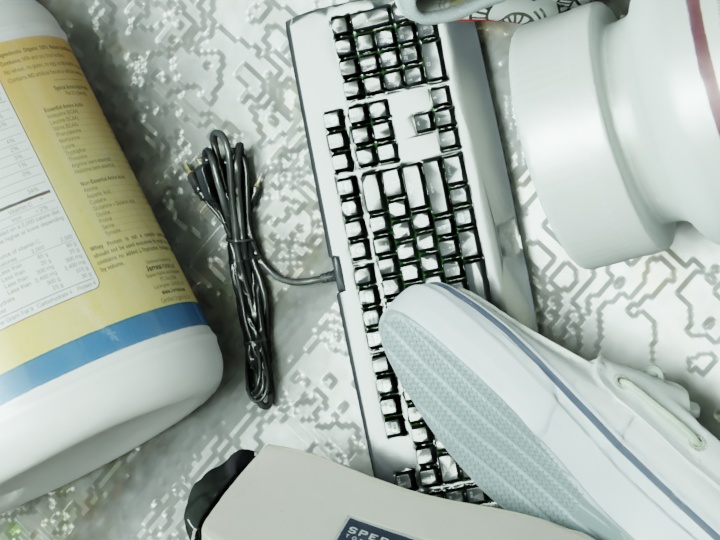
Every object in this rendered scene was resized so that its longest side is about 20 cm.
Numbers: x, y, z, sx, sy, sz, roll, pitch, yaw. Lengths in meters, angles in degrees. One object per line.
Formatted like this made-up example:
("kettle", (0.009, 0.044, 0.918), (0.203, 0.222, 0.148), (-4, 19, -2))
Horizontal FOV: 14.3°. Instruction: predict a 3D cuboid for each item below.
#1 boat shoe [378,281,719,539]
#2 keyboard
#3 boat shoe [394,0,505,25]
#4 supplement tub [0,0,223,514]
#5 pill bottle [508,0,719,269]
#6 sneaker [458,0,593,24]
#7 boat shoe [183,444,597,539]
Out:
("boat shoe", (0.095, 0.069, 1.045), (0.200, 0.074, 0.067), (45, 64, 3))
("keyboard", (0.000, 0.000, 1.092), (0.127, 0.021, 0.201), (-12, 87, 18))
("boat shoe", (0.096, -0.146, 0.959), (0.201, 0.075, 0.065), (-25, 40, 7))
("supplement tub", (-0.154, -0.015, 1.075), (0.144, 0.145, 0.200), (-29, 83, 17))
("pill bottle", (0.160, -0.069, 0.991), (0.199, 0.110, 0.110), (-16, 87, 18))
("sneaker", (0.011, -0.154, 1.020), (0.201, 0.067, 0.108), (21, 106, -20))
("boat shoe", (0.031, 0.135, 1.048), (0.200, 0.075, 0.093), (22, 141, 24))
